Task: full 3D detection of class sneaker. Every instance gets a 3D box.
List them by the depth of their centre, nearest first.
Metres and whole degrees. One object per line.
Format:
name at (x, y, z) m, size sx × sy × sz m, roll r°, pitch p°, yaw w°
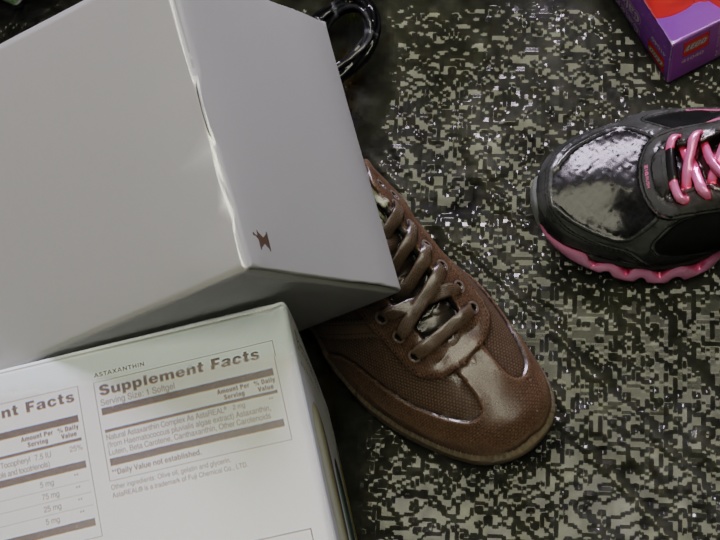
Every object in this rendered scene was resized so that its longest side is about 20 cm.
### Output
sneaker at (0.169, -0.045, 0.761) m, size 0.200 × 0.095 × 0.079 m, roll -4°, pitch 71°, yaw 6°
sneaker at (0.000, 0.000, 0.772) m, size 0.070 × 0.076 × 0.200 m, roll -42°, pitch 71°, yaw -10°

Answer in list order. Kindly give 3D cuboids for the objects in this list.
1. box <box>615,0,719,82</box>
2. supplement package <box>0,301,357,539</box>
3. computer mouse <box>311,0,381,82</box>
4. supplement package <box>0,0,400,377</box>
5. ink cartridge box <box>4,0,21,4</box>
box at (0.192, -0.190, 0.841) m, size 0.200 × 0.039 × 0.137 m, roll -27°, pitch 69°, yaw -4°
supplement package at (-0.069, 0.143, 0.685) m, size 0.150 × 0.152 × 0.200 m, roll -14°, pitch 69°, yaw 1°
computer mouse at (0.010, -0.155, 0.843) m, size 0.059 × 0.034 × 0.200 m, roll 24°, pitch 75°, yaw 36°
supplement package at (-0.108, -0.017, 0.722) m, size 0.200 × 0.120 × 0.121 m, roll -22°, pitch 75°, yaw 25°
ink cartridge box at (-0.179, -0.187, 0.856) m, size 0.104 × 0.059 × 0.200 m, roll 24°, pitch 72°, yaw 33°
